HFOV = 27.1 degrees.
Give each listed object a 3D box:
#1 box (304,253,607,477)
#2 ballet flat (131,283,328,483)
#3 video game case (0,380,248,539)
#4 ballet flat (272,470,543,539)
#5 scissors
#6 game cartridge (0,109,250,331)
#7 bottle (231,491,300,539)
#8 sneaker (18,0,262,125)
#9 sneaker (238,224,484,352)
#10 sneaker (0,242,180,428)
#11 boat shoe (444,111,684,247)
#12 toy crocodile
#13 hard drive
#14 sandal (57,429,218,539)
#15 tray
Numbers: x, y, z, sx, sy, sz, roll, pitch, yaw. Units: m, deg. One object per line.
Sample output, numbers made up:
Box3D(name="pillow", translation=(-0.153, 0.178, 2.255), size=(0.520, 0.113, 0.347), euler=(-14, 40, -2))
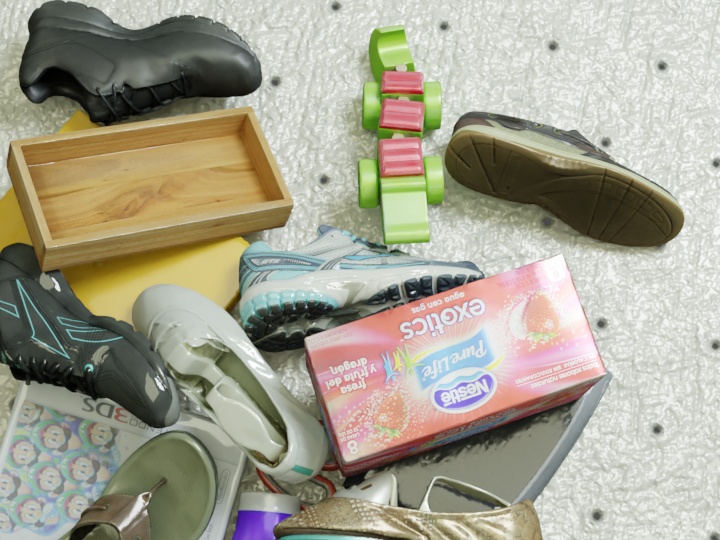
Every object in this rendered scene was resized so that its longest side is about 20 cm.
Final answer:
Box3D(name="box", translation=(0.065, 0.072, 1.088), size=(0.198, 0.103, 0.095), euler=(-18, 77, -6))
Box3D(name="ballet flat", translation=(-0.104, 0.078, 1.095), size=(0.069, 0.070, 0.200), euler=(-44, 72, -10))
Box3D(name="video game case", translation=(-0.194, 0.192, 1.122), size=(0.180, 0.024, 0.202), euler=(17, 87, 1))
Box3D(name="ballet flat", translation=(0.037, 0.181, 1.086), size=(0.198, 0.071, 0.066), euler=(9, 69, -7))
Box3D(name="scissors", translation=(-0.095, 0.112, 1.165), size=(0.199, 0.014, 0.073), euler=(33, 79, 6))
Box3D(name="game cartridge", translation=(-0.202, -0.001, 1.179), size=(0.200, 0.032, 0.177), euler=(38, 81, 7))
Box3D(name="bottle", translation=(-0.076, 0.266, 1.098), size=(0.083, 0.065, 0.202), euler=(-3, 74, 27))
Box3D(name="sneaker", translation=(-0.177, -0.153, 1.187), size=(0.198, 0.076, 0.091), euler=(6, 55, 9))
Box3D(name="sneaker", translation=(0.000, 0.000, 1.154), size=(0.198, 0.078, 0.087), euler=(-4, 54, -19))
Box3D(name="sneaker", translation=(-0.215, 0.063, 1.098), size=(0.199, 0.076, 0.079), euler=(35, 57, 24))
Box3D(name="boat shoe", translation=(0.165, -0.080, 1.184), size=(0.198, 0.073, 0.065), euler=(21, 43, -8))
Box3D(name="toy crocodile", translation=(0.032, -0.106, 1.179), size=(0.067, 0.062, 0.202), euler=(1, 56, 0))
Box3D(name="hard drive", translation=(0.093, 0.121, 1.150), size=(0.135, 0.042, 0.200), euler=(37, 79, 8))
Box3D(name="sandal", translation=(-0.180, 0.202, 1.081), size=(0.201, 0.057, 0.080), euler=(-45, 87, -3))
Box3D(name="tray", translation=(-0.161, -0.065, 1.149), size=(0.198, 0.037, 0.099), euler=(-12, 62, -25))
